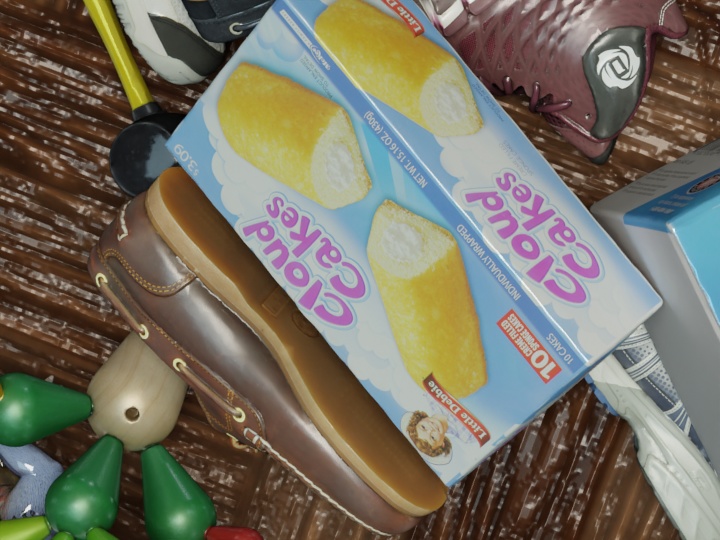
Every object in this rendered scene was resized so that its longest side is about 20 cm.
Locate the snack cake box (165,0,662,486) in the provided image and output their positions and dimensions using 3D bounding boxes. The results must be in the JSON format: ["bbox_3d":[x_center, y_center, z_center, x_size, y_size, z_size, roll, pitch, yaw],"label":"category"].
[{"bbox_3d":[0.020,-0.021,0.963,0.200,0.067,0.115,50,134,6],"label":"snack cake box"}]

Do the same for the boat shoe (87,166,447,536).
[{"bbox_3d":[-0.044,0.046,1.032,0.070,0.070,0.200,-43,83,27],"label":"boat shoe"}]

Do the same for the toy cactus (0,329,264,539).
[{"bbox_3d":[-0.122,0.085,1.034,0.199,0.166,0.102,28,147,-2],"label":"toy cactus"}]

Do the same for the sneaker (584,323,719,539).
[{"bbox_3d":[0.148,0.037,1.055,0.085,0.077,0.201,-31,103,6],"label":"sneaker"}]

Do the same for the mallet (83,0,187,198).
[{"bbox_3d":[-0.123,-0.127,1.083,0.041,0.066,0.201,-24,83,14],"label":"mallet"}]

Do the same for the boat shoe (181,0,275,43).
[{"bbox_3d":[0.006,-0.156,1.013,0.199,0.075,0.063,-20,121,-10],"label":"boat shoe"}]

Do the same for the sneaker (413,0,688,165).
[{"bbox_3d":[0.061,-0.086,1.034,0.199,0.076,0.116,-30,99,16],"label":"sneaker"}]

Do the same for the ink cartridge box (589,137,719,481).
[{"bbox_3d":[0.229,-0.006,0.952,0.199,0.147,0.147,-27,97,-4],"label":"ink cartridge box"}]

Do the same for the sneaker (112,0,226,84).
[{"bbox_3d":[-0.075,-0.187,1.033,0.087,0.076,0.201,-5,103,12],"label":"sneaker"}]

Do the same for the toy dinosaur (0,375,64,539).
[{"bbox_3d":[-0.159,0.153,1.098,0.199,0.105,0.183,-1,73,-23],"label":"toy dinosaur"}]
